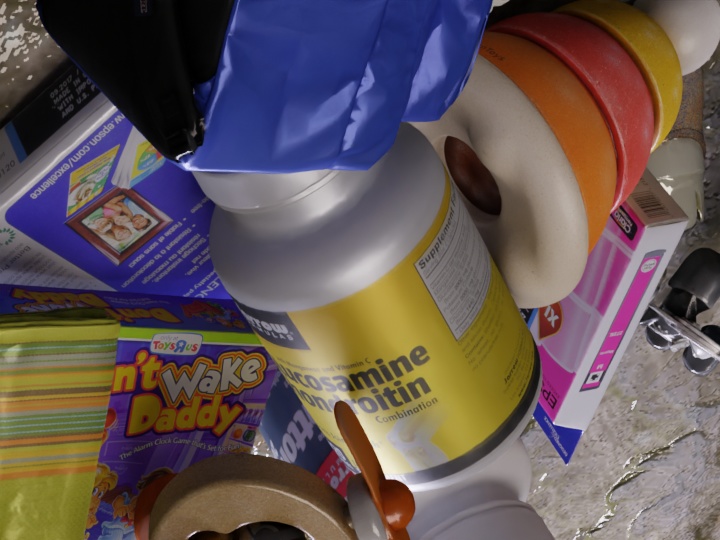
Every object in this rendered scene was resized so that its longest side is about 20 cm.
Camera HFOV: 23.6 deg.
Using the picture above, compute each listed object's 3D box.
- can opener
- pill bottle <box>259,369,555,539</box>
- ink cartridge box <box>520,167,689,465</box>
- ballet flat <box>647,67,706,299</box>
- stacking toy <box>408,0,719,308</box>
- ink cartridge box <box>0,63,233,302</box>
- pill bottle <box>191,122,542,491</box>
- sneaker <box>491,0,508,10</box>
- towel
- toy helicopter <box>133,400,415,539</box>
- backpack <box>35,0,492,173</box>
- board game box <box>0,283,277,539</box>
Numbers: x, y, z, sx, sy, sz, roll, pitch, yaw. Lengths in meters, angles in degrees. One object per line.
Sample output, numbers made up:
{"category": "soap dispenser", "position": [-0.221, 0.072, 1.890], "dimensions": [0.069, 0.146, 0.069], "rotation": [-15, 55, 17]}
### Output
{"category": "can opener", "position": [0.209, 0.027, 1.049], "dimensions": [0.067, 0.053, 0.200], "rotation": [-56, 168, 5]}
{"category": "pill bottle", "position": [0.022, 0.100, 0.922], "dimensions": [0.119, 0.200, 0.120], "rotation": [-20, 141, -17]}
{"category": "ink cartridge box", "position": [0.116, 0.015, 0.986], "dimensions": [0.037, 0.095, 0.201], "rotation": [-11, 138, -27]}
{"category": "ballet flat", "position": [0.162, -0.031, 0.993], "dimensions": [0.068, 0.067, 0.201], "rotation": [-9, 137, -28]}
{"category": "stacking toy", "position": [0.115, -0.087, 0.867], "dimensions": [0.200, 0.146, 0.147], "rotation": [-34, 147, -26]}
{"category": "ink cartridge box", "position": [-0.121, 0.000, 0.833], "dimensions": [0.198, 0.043, 0.200], "rotation": [-40, 142, 9]}
{"category": "pill bottle", "position": [0.000, 0.000, 0.782], "dimensions": [0.112, 0.112, 0.200], "rotation": [-32, 127, -1]}
{"category": "sneaker", "position": [0.024, -0.134, 0.763], "dimensions": [0.076, 0.081, 0.200], "rotation": [17, 122, -48]}
{"category": "towel", "position": [-0.161, 0.110, 0.758], "dimensions": [0.086, 0.018, 0.201], "rotation": [-1, 114, -33]}
{"category": "toy helicopter", "position": [-0.003, 0.140, 0.793], "dimensions": [0.199, 0.079, 0.132], "rotation": [32, 119, -25]}
{"category": "backpack", "position": [-0.021, -0.160, 0.639], "dimensions": [0.167, 0.162, 0.201], "rotation": [-7, 124, -39]}
{"category": "board game box", "position": [-0.142, 0.078, 0.797], "dimensions": [0.199, 0.045, 0.135], "rotation": [4, 110, -40]}
